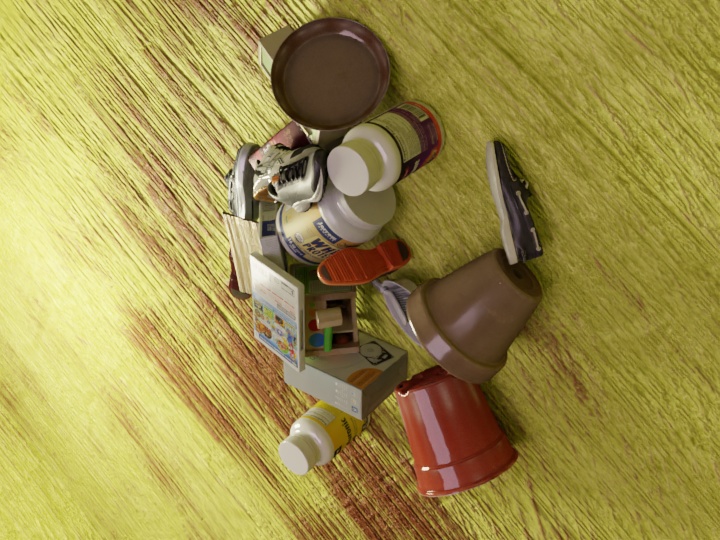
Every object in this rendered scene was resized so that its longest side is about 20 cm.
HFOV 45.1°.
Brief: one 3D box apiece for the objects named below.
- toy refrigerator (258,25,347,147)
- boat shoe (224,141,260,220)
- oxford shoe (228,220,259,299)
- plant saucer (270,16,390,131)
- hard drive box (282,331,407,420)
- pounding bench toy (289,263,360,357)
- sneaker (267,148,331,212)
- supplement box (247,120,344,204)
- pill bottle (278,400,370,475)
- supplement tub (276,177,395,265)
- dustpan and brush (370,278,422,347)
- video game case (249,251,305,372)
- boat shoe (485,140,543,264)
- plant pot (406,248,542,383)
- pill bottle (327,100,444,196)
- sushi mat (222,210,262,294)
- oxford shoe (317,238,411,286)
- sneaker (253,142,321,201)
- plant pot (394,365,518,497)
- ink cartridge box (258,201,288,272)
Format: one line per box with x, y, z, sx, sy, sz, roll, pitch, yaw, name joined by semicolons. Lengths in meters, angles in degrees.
-0.102;-0.317;1.503;0.200;0.070;0.076;56;164;12;toy refrigerator
-0.244;-0.177;1.752;0.071;0.072;0.200;28;133;20;boat shoe
-0.241;-0.035;1.834;0.070;0.075;0.200;16;127;-5;oxford shoe
-0.049;-0.322;1.438;0.200;0.200;0.032;43;177;13;plant saucer
-0.031;0.194;1.734;0.200;0.156;0.077;20;127;31;hard drive box
-0.066;0.099;1.652;0.124;0.200;0.156;-5;120;-2;pounding bench toy
-0.101;-0.149;1.429;0.079;0.074;0.200;16;161;-17;sneaker
-0.117;-0.216;1.624;0.200;0.061;0.109;-29;93;48;supplement box
-0.078;0.341;1.834;0.111;0.200;0.111;22;129;31;pill bottle
-0.045;-0.103;1.569;0.200;0.144;0.145;-28;96;47;supplement tub
0.064;0.048;1.623;0.140;0.057;0.200;83;161;-47;dustpan and brush
-0.154;0.078;1.619;0.143;0.018;0.200;33;135;36;video game case
0.243;-0.111;1.371;0.060;0.074;0.200;-13;91;3;boat shoe
0.204;0.059;1.443;0.200;0.200;0.175;47;118;8;plant pot
0.039;-0.194;1.397;0.111;0.200;0.112;22;128;31;pill bottle
-0.227;-0.025;1.760;0.096;0.012;0.200;15;131;29;sushi mat
0.000;0.000;1.555;0.073;0.200;0.071;-44;65;49;oxford shoe
-0.137;-0.195;1.547;0.200;0.076;0.088;-24;66;48;sneaker
0.165;0.283;1.604;0.201;0.201;0.196;-18;94;46;plant pot
-0.165;-0.016;1.715;0.041;0.200;0.200;-9;117;-2;ink cartridge box
